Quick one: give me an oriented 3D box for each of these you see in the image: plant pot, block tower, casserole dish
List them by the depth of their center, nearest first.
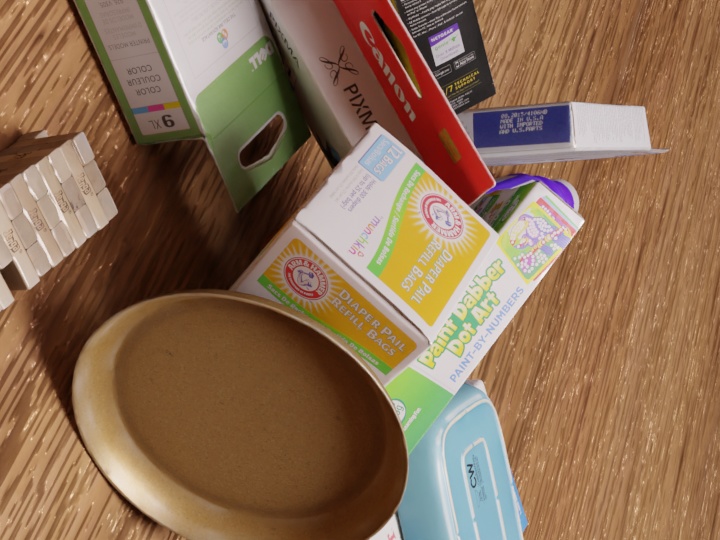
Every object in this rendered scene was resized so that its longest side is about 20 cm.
[{"bbox_3d":[-0.203,-0.005,0.641,0.200,0.057,0.054,-52,129,-47],"label":"block tower"},{"bbox_3d":[-0.067,0.087,0.718,0.201,0.198,0.028,65,27,-29],"label":"plant pot"},{"bbox_3d":[0.076,0.172,0.916,0.121,0.038,0.202,-26,105,-55],"label":"casserole dish"}]

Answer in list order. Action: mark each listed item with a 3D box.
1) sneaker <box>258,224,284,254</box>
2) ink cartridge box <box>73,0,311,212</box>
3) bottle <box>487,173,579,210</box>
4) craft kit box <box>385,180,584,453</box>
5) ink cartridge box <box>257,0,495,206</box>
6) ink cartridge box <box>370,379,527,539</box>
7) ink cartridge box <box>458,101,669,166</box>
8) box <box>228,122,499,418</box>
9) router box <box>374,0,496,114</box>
[{"bbox_3d":[0.000,0.000,0.941,0.199,0.075,0.093,-27,121,-49],"label":"sneaker"},{"bbox_3d":[-0.110,-0.146,0.792,0.104,0.059,0.202,-52,129,-47],"label":"ink cartridge box"},{"bbox_3d":[0.143,-0.047,1.165,0.199,0.065,0.085,-23,107,-55],"label":"bottle"},{"bbox_3d":[0.051,0.033,0.852,0.048,0.198,0.201,38,88,-3],"label":"craft kit box"},{"bbox_3d":[-0.001,-0.110,0.800,0.044,0.176,0.201,-29,86,-11],"label":"ink cartridge box"},{"bbox_3d":[0.040,0.197,0.967,0.200,0.083,0.146,-45,124,-48],"label":"ink cartridge box"},{"bbox_3d":[0.124,-0.109,1.023,0.199,0.195,0.044,-9,97,-57],"label":"ink cartridge box"},{"bbox_3d":[-0.025,0.026,0.762,0.101,0.200,0.113,41,45,-4],"label":"box"},{"bbox_3d":[0.003,-0.204,0.810,0.052,0.200,0.158,-28,127,-10],"label":"router box"}]
